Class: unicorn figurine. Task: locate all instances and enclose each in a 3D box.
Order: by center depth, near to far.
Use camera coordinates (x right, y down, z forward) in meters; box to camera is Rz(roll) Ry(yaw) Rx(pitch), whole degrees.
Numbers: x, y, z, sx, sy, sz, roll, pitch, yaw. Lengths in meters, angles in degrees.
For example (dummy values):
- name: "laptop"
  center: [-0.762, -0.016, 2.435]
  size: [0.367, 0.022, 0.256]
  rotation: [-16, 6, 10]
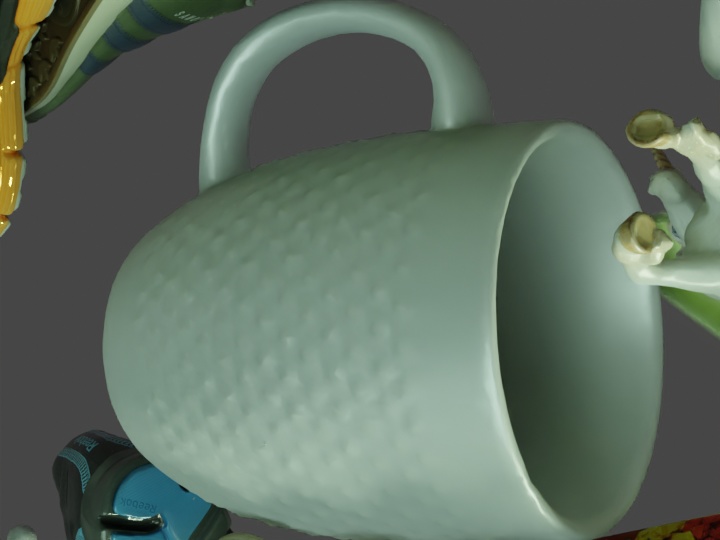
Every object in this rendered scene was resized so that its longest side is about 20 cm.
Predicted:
- name: "unicorn figurine"
  center: [0.142, -0.020, 0.762]
  size: [0.200, 0.074, 0.137]
  rotation: [7, 169, 37]

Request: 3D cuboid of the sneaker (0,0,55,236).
- name: "sneaker"
  center: [-0.163, -0.075, 0.844]
  size: [0.078, 0.077, 0.200]
  rotation: [52, 142, 33]

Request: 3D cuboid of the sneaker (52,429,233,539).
- name: "sneaker"
  center: [-0.074, 0.155, 1.016]
  size: [0.082, 0.073, 0.200]
  rotation: [24, 136, 57]

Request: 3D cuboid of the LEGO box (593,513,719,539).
- name: "LEGO box"
  center: [0.174, 0.182, 0.827]
  size: [0.149, 0.077, 0.200]
  rotation: [-15, 115, 28]

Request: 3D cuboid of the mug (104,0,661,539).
- name: "mug"
  center: [0.000, 0.000, 0.860]
  size: [0.175, 0.148, 0.200]
  rotation: [-4, 92, 29]

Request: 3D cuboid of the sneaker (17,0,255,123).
- name: "sneaker"
  center: [-0.076, -0.107, 0.858]
  size: [0.200, 0.090, 0.067]
  rotation: [-36, 65, 54]

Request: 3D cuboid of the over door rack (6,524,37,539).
- name: "over door rack"
  center: [-0.142, 0.159, 0.961]
  size: [0.067, 0.148, 0.200]
  rotation: [-40, 141, -4]

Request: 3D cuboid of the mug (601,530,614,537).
- name: "mug"
  center: [0.054, 0.185, 0.962]
  size: [0.200, 0.148, 0.175]
  rotation: [7, 123, 49]

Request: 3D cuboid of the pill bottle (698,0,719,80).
- name: "pill bottle"
  center: [0.216, -0.101, 0.754]
  size: [0.200, 0.110, 0.110]
  rotation: [9, 122, 11]

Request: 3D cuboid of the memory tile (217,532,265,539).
- name: "memory tile"
  center: [0.034, 0.169, 0.835]
  size: [0.200, 0.017, 0.153]
  rotation: [13, 131, 35]
